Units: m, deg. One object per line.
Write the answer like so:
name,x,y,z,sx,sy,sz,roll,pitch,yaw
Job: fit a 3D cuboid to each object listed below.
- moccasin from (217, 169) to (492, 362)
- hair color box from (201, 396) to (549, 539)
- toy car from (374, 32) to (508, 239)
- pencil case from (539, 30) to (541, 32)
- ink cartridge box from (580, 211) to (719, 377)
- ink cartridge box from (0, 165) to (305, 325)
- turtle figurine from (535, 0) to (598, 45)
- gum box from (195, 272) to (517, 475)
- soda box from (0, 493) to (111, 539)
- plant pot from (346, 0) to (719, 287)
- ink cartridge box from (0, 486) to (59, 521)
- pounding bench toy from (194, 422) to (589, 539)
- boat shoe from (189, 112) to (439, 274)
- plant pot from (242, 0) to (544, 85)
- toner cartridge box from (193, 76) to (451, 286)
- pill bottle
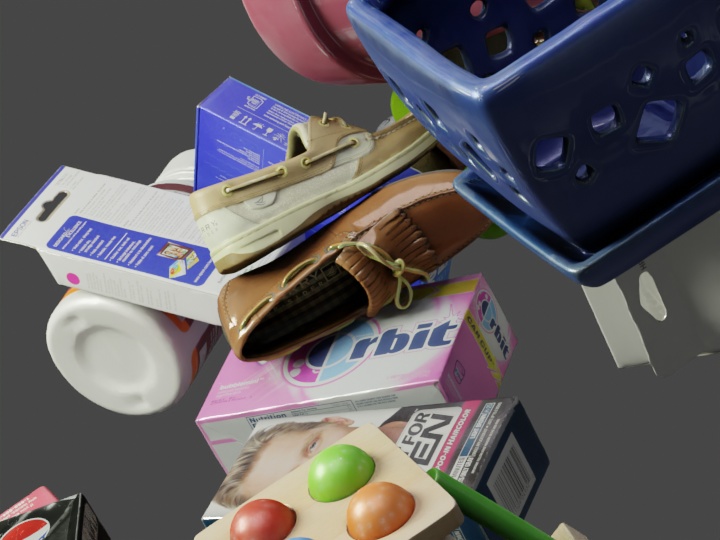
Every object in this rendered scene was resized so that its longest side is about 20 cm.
moccasin,-0.001,-0.001,1.714,0.201,0.074,0.078,-24,34,-1
hair color box,0.009,0.140,1.635,0.200,0.061,0.100,-8,34,32
toy car,0.042,-0.094,1.912,0.200,0.158,0.164,-21,18,35
pencil case,0.163,-0.204,1.872,0.091,0.200,0.083,-35,29,46
ink cartridge box,0.218,-0.037,1.677,0.125,0.129,0.200,-11,34,27
ink cartridge box,-0.147,-0.017,1.834,0.200,0.037,0.095,16,43,19
turtle figurine,0.128,-0.138,1.732,0.064,0.200,0.161,32,42,7
gum box,-0.007,0.076,1.744,0.200,0.066,0.114,-11,34,28
soda box,-0.147,0.228,1.478,0.071,0.200,0.063,-20,29,12
plant pot,0.137,-0.115,1.554,0.200,0.180,0.200,-33,32,-10
ink cartridge box,-0.206,0.239,1.630,0.146,0.085,0.200,-35,32,-14
pounding bench toy,0.033,0.167,1.473,0.200,0.156,0.124,-33,29,-11
boat shoe,-0.026,-0.071,1.742,0.200,0.066,0.074,-32,0,-27
plant pot,0.042,-0.225,1.722,0.179,0.200,0.200,1,40,41
toner cartridge box,-0.027,-0.055,1.851,0.200,0.095,0.043,28,51,19
pill bottle,-0.143,0.004,1.925,0.114,0.114,0.200,-8,34,31
